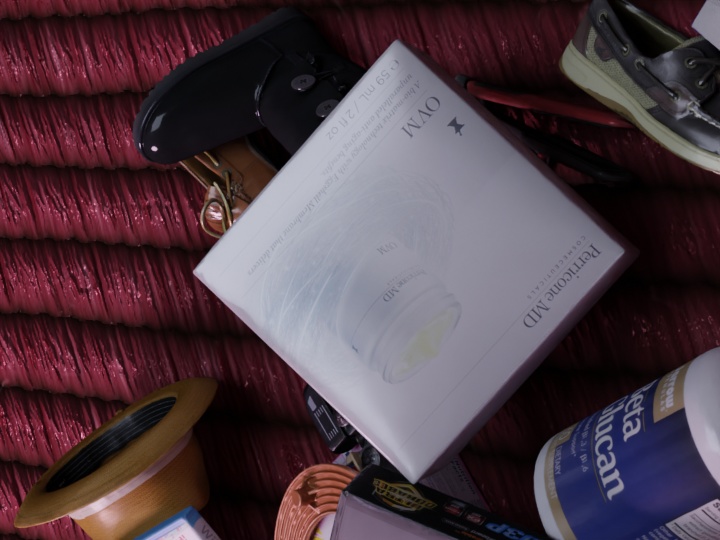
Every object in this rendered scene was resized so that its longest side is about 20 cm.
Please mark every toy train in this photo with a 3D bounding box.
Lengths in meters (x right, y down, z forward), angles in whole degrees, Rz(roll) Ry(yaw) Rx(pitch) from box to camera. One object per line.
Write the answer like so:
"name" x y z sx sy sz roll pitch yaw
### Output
"toy train" 0.015 0.151 1.561 0.046 0.034 0.200 -49 60 32

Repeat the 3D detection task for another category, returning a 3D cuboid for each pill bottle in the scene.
"pill bottle" 0.212 0.113 1.418 0.200 0.111 0.112 -33 69 37

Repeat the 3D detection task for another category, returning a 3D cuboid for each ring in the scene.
"ring" -0.008 0.231 1.578 0.200 0.019 0.201 25 121 51

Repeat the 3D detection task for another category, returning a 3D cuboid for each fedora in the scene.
"fedora" -0.170 0.161 1.750 0.200 0.201 0.082 -28 103 39

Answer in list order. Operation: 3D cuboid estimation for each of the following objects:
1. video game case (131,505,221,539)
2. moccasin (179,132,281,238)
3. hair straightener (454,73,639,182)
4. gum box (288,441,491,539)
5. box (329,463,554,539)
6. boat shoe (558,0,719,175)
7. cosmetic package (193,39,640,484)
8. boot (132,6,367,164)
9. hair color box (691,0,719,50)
"video game case" -0.109 0.279 1.708 0.143 0.018 0.200 -32 101 38
"moccasin" -0.087 -0.051 1.700 0.078 0.074 0.202 -31 62 -10
"hair straightener" 0.104 -0.085 1.561 0.199 0.041 0.077 18 102 41
"gum box" 0.039 0.205 1.605 0.114 0.066 0.201 -45 62 31
"box" 0.069 0.231 1.454 0.199 0.046 0.160 22 119 16
"boat shoe" 0.205 -0.117 1.447 0.201 0.072 0.066 36 124 41
"cosmetic package" 0.039 -0.005 1.477 0.200 0.123 0.200 43 98 7
"boot" -0.050 -0.091 1.627 0.165 0.066 0.200 -39 51 -8
"hair color box" 0.297 -0.196 1.371 0.109 0.065 0.200 46 118 33
